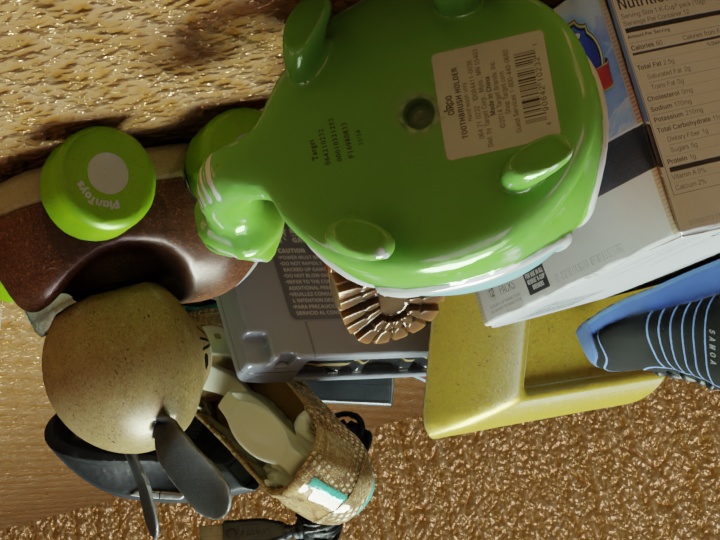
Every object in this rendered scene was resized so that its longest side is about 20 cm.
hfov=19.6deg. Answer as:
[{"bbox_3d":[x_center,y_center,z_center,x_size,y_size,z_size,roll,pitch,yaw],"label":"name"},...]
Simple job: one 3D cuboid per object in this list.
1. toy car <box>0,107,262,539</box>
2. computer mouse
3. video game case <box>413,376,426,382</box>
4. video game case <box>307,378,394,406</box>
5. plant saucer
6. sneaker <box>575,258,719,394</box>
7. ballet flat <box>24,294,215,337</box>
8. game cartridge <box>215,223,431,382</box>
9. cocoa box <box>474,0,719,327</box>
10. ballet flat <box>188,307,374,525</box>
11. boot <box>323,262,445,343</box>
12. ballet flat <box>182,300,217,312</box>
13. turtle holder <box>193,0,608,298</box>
[{"bbox_3d":[-0.107,0.037,1.099,0.158,0.200,0.164,-9,170,-28],"label":"toy car"},{"bbox_3d":[-0.096,0.132,1.249,0.200,0.046,0.140,4,-151,3],"label":"computer mouse"},{"bbox_3d":[-0.011,0.041,1.379,0.200,0.017,0.143,22,178,19],"label":"video game case"},{"bbox_3d":[-0.088,0.070,1.391,0.200,0.026,0.181,3,178,-7],"label":"video game case"},{"bbox_3d":[0.129,-0.003,1.235,0.200,0.200,0.048,-6,-166,-44],"label":"plant saucer"},{"bbox_3d":[0.190,0.038,1.129,0.070,0.078,0.200,-17,173,-30],"label":"sneaker"},{"bbox_3d":[-0.114,-0.002,1.295,0.200,0.062,0.067,-14,173,-5],"label":"ballet flat"},{"bbox_3d":[0.000,0.000,1.243,0.200,0.133,0.040,0,153,-32],"label":"game cartridge"},{"bbox_3d":[0.142,-0.066,1.065,0.133,0.131,0.200,-13,172,-27],"label":"cocoa box"},{"bbox_3d":[-0.067,0.073,1.216,0.065,0.200,0.071,30,95,-49],"label":"ballet flat"},{"bbox_3d":[-0.004,-0.061,1.073,0.075,0.107,0.200,-14,144,-10],"label":"boot"},{"bbox_3d":[-0.138,0.019,1.387,0.067,0.070,0.200,13,-178,14],"label":"ballet flat"},{"bbox_3d":[0.024,-0.041,0.933,0.185,0.141,0.132,-40,157,1],"label":"turtle holder"}]
